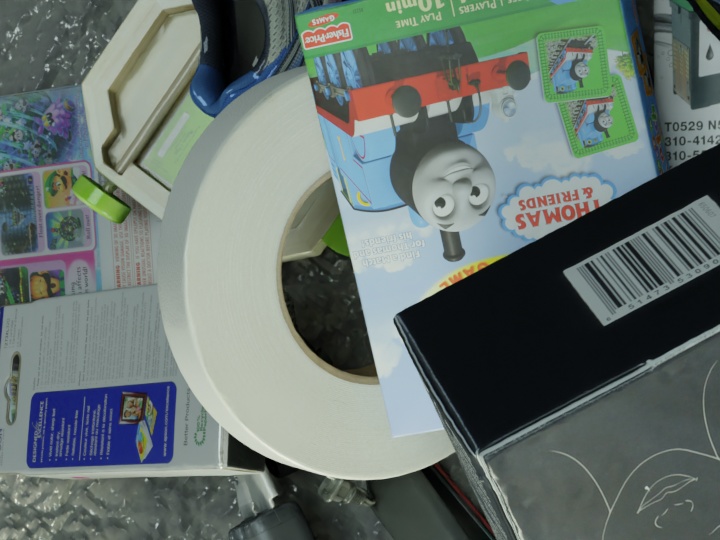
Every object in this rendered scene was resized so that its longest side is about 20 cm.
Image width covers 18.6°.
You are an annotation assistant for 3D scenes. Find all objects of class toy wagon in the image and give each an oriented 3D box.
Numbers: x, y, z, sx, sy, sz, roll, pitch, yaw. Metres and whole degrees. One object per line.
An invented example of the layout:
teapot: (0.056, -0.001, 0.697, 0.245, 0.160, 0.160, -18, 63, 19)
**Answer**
toy wagon: (-0.050, -0.063, 1.141, 0.199, 0.040, 0.156, 36, 93, 10)

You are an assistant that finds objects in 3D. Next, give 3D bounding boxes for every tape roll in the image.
tape roll: (0.000, 0.000, 1.055, 0.037, 0.201, 0.205, 4, 90, 62)

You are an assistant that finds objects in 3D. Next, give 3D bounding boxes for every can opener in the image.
can opener: (-0.035, 0.134, 1.129, 0.066, 0.053, 0.201, -19, 84, -22)

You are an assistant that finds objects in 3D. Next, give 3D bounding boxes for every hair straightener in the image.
hair straightener: (0.004, 0.090, 1.104, 0.041, 0.077, 0.201, -41, 73, 22)

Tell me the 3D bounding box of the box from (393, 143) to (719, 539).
box: (0.148, 0.074, 0.909, 0.199, 0.124, 0.198, -27, 120, -2)

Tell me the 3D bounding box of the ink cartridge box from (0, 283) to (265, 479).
ink cartridge box: (-0.122, 0.058, 1.133, 0.199, 0.037, 0.096, -6, 77, 44)

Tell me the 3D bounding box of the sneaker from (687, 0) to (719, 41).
sneaker: (0.202, -0.108, 0.942, 0.078, 0.066, 0.200, -43, 74, 4)

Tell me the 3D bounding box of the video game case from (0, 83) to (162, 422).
video game case: (-0.158, -0.001, 1.210, 0.181, 0.024, 0.202, -6, 87, 24)

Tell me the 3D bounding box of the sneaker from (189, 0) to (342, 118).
sneaker: (-0.045, -0.162, 1.047, 0.077, 0.085, 0.202, 17, 112, 39)

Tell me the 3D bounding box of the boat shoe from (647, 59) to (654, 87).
boat shoe: (0.119, -0.060, 1.062, 0.074, 0.066, 0.201, -12, 97, 44)

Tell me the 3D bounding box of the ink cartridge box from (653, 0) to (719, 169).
ink cartridge box: (0.212, -0.093, 1.013, 0.145, 0.084, 0.202, -1, 89, 24)

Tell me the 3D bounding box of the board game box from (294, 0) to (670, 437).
board game box: (0.065, -0.035, 0.994, 0.150, 0.037, 0.202, -11, 100, 19)
